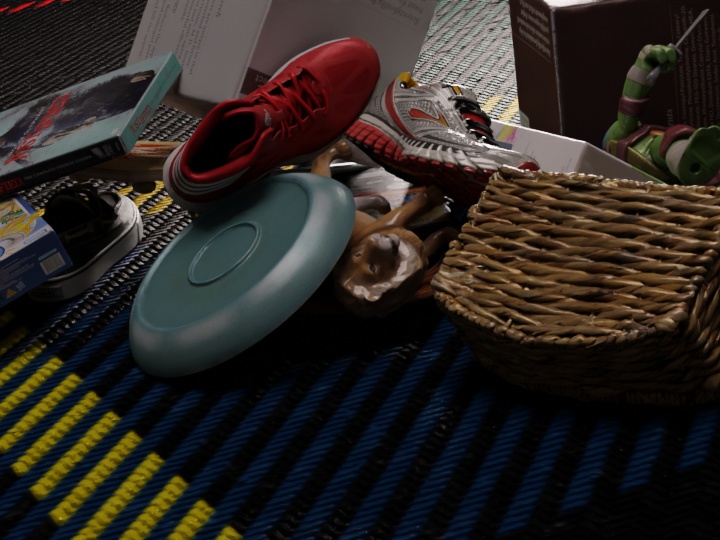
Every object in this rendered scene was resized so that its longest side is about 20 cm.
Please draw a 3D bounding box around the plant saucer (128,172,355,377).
[{"bbox_3d":[-0.093,-0.005,1.299,0.200,0.027,0.200,-29,28,18],"label":"plant saucer"}]

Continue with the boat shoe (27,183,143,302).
[{"bbox_3d":[-0.234,-0.038,1.520,0.070,0.064,0.200,-4,20,9],"label":"boat shoe"}]

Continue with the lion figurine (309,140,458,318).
[{"bbox_3d":[-0.009,-0.027,1.337,0.122,0.073,0.200,-34,31,-24],"label":"lion figurine"}]

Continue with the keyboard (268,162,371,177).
[{"bbox_3d":[-0.001,-0.092,1.591,0.056,0.011,0.200,-2,6,35],"label":"keyboard"}]

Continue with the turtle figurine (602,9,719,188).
[{"bbox_3d":[0.282,-0.116,1.449,0.199,0.144,0.194,-14,23,-8],"label":"turtle figurine"}]

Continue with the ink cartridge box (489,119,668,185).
[{"bbox_3d":[0.136,-0.068,1.407,0.117,0.067,0.200,22,-1,-37],"label":"ink cartridge box"}]

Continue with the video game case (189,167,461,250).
[{"bbox_3d":[-0.034,-0.040,1.465,0.199,0.026,0.181,-9,19,-8],"label":"video game case"}]

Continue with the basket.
[{"bbox_3d":[0.166,0.034,1.194,0.200,0.149,0.143,9,58,37],"label":"basket"}]

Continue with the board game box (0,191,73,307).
[{"bbox_3d":[-0.328,0.016,1.364,0.200,0.035,0.135,-32,26,-13],"label":"board game box"}]

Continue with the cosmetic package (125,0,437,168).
[{"bbox_3d":[-0.071,-0.200,1.537,0.165,0.165,0.200,19,-1,-38],"label":"cosmetic package"}]

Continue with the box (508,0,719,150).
[{"bbox_3d":[0.253,-0.185,1.614,0.199,0.165,0.166,-9,20,-7],"label":"box"}]

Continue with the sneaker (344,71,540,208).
[{"bbox_3d":[0.066,-0.104,1.350,0.200,0.078,0.082,29,84,49],"label":"sneaker"}]

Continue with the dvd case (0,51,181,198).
[{"bbox_3d":[-0.253,-0.110,1.463,0.200,0.022,0.146,-17,28,25],"label":"dvd case"}]

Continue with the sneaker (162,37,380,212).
[{"bbox_3d":[-0.056,-0.115,1.361,0.200,0.078,0.116,-41,5,-12],"label":"sneaker"}]

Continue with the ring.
[{"bbox_3d":[0.000,0.000,1.405,0.200,0.019,0.200,-6,19,2],"label":"ring"}]

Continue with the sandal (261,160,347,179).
[{"bbox_3d":[-0.066,-0.085,1.616,0.075,0.048,0.200,8,25,36],"label":"sandal"}]

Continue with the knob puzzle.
[{"bbox_3d":[-0.198,-0.085,1.526,0.219,0.031,0.220,3,10,-1],"label":"knob puzzle"}]
